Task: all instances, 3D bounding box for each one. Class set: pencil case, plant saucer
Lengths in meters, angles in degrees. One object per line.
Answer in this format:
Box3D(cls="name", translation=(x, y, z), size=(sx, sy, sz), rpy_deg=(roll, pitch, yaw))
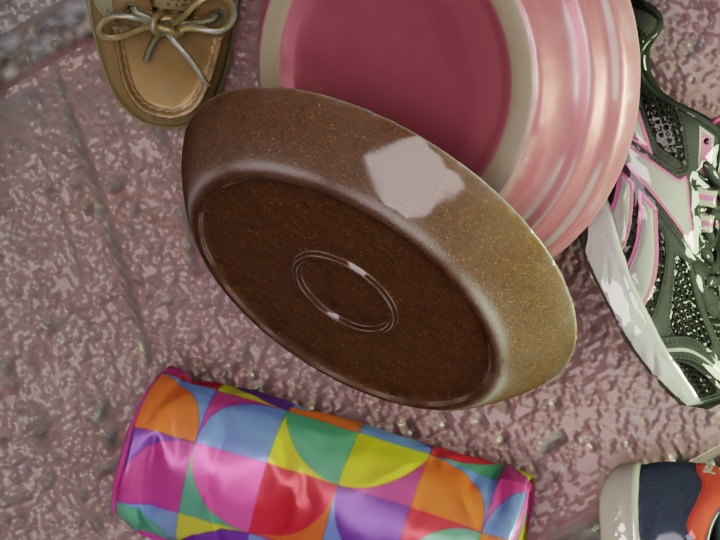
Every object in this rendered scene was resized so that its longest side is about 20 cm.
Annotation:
Box3D(cls="pencil case", translation=(-0.015, 0.110, 1.388), size=(0.200, 0.088, 0.088), rpy_deg=(19, 98, 7))
Box3D(cls="plant saucer", translation=(0.000, 0.000, 1.324), size=(0.200, 0.200, 0.034), rpy_deg=(31, 62, 3))
Box3D(cls="plant saucer", translation=(0.028, -0.089, 1.331), size=(0.201, 0.051, 0.201), rpy_deg=(7, 102, 35))

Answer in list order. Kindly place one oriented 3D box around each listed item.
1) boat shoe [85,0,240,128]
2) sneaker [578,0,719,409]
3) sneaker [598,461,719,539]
Box3D(cls="boat shoe", translation=(-0.089, -0.155, 1.359), size=(0.073, 0.063, 0.200), rpy_deg=(-2, 112, -6))
Box3D(cls="sneaker", translation=(0.137, -0.034, 1.353), size=(0.086, 0.080, 0.200), rpy_deg=(-25, 94, 8))
Box3D(cls="sneaker", translation=(0.162, 0.186, 1.375), size=(0.085, 0.075, 0.200), rpy_deg=(-5, 95, 12))
